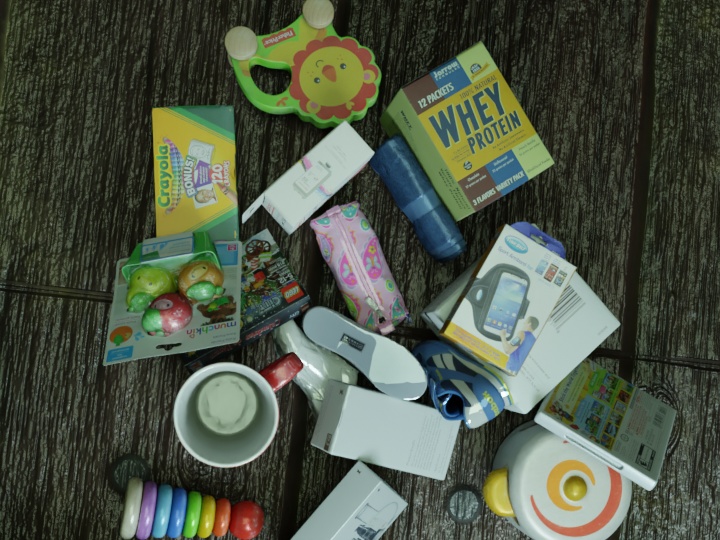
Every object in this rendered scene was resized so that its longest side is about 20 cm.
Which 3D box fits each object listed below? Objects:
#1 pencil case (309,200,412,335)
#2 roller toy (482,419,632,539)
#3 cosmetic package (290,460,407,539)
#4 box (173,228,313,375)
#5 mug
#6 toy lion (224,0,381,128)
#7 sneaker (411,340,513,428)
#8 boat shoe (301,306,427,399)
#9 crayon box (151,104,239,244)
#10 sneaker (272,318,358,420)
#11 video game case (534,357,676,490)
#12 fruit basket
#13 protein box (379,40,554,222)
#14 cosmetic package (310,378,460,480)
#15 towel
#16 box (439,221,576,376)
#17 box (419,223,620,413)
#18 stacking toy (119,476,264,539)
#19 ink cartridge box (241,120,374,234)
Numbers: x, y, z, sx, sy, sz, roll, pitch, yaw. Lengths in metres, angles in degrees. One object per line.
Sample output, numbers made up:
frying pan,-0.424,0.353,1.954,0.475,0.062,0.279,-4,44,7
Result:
pencil case,0.000,0.000,1.419,0.087,0.087,0.201,-23,89,-8
roller toy,0.292,0.308,1.408,0.200,0.140,0.183,34,82,-4
cosmetic package,-0.031,0.374,1.355,0.052,0.151,0.200,37,81,31
box,-0.187,0.043,1.383,0.200,0.038,0.137,-30,60,-8
mug,-0.163,0.188,1.326,0.177,0.200,0.134,-7,87,-8
toy lion,-0.078,-0.292,1.426,0.199,0.069,0.192,-23,82,-8
sneaker,0.125,0.161,1.371,0.082,0.200,0.074,-42,123,-17
boat shoe,0.007,0.115,1.369,0.200,0.066,0.070,28,92,5
crayon box,-0.240,-0.137,1.409,0.118,0.058,0.201,-3,87,-7
sneaker,-0.054,0.142,1.414,0.099,0.078,0.200,-33,100,-15
video game case,0.357,0.209,1.391,0.182,0.200,0.023,31,122,11
fruit basket,-0.253,0.034,1.307,0.185,0.200,0.094,-9,128,4
protein box,0.146,-0.188,1.391,0.135,0.200,0.199,-31,90,-8
cosmetic package,0.038,0.228,1.381,0.199,0.074,0.102,20,83,-26
towel,0.083,-0.103,1.422,0.048,0.112,0.200,-31,91,-7
box,0.210,0.031,1.334,0.119,0.041,0.200,30,85,-4
box,0.230,0.071,1.419,0.200,0.131,0.199,-42,91,-8
stacking toy,-0.237,0.349,1.374,0.199,0.085,0.086,11,85,-13
ink cartridge box,-0.079,-0.119,1.400,0.200,0.116,0.068,-42,91,-7
